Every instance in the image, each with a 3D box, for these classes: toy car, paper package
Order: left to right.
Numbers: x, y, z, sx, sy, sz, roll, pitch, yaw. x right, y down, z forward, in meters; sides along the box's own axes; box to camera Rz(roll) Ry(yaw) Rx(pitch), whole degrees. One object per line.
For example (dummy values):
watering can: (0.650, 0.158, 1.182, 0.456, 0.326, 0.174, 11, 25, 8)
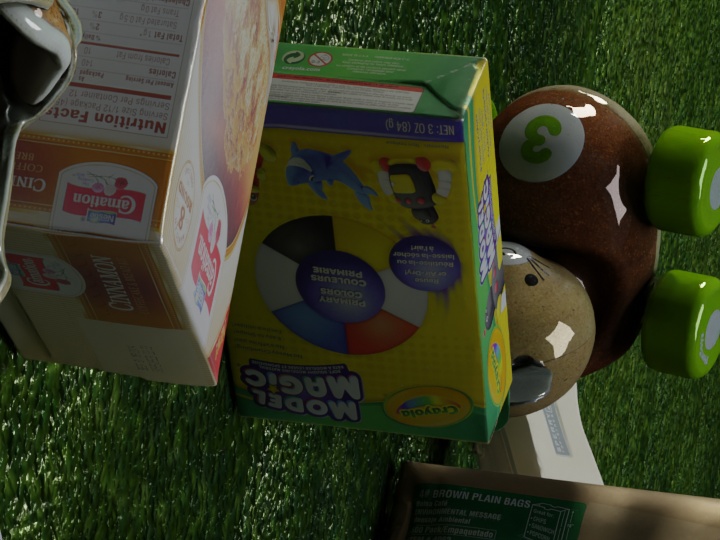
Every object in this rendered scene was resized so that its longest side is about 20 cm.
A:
toy car: (0.075, 0.009, 1.497, 0.200, 0.164, 0.158, -41, 136, -53)
paper package: (0.115, 0.202, 1.603, 0.191, 0.200, 0.104, 80, 21, -48)

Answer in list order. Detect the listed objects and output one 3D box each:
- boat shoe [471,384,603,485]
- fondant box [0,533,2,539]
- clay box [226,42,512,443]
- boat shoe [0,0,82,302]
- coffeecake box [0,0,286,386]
boat shoe: (0.089, 0.087, 1.702, 0.072, 0.069, 0.200, 8, 54, -43)
fondant box: (-0.139, 0.188, 0.878, 0.144, 0.058, 0.200, -69, 158, -46)
clay box: (0.000, 0.000, 1.245, 0.048, 0.115, 0.200, -67, 157, -48)
boat shoe: (-0.114, -0.068, 0.857, 0.075, 0.068, 0.200, 67, 31, -63)
coffeecake box: (-0.072, -0.081, 0.980, 0.154, 0.073, 0.200, 79, 20, -72)
